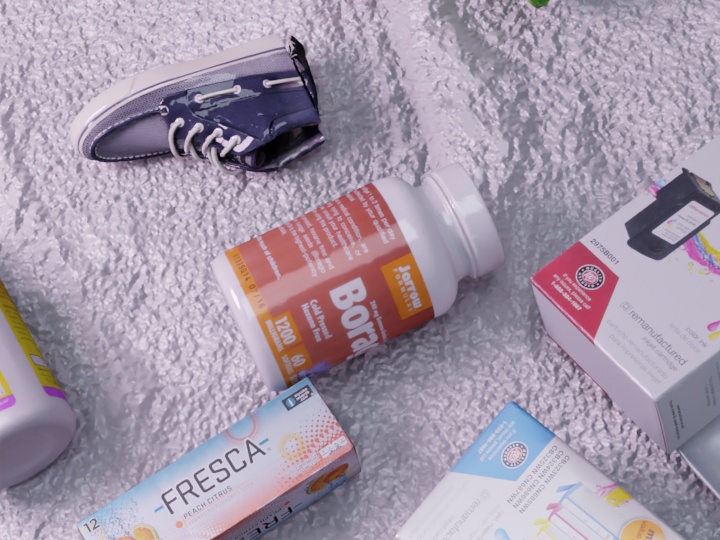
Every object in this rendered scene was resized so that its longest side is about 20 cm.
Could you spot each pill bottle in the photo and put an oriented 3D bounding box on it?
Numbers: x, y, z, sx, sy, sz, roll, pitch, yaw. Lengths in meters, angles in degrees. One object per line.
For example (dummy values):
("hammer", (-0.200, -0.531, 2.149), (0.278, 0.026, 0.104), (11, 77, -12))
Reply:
("pill bottle", (-0.299, 0.059, 1.349), (0.104, 0.104, 0.200), (-30, 67, -6))
("pill bottle", (0.000, 0.000, 1.336), (0.199, 0.112, 0.113), (-26, 67, -4))

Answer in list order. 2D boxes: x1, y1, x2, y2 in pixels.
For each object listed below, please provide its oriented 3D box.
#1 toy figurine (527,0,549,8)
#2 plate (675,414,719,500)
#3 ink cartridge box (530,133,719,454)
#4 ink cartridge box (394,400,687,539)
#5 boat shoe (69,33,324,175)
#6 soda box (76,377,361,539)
("toy figurine", (0.068, -0.307, 1.461), (0.183, 0.151, 0.200), (5, 46, 18))
("plate", (0.355, 0.139, 1.285), (0.199, 0.032, 0.200), (-34, 68, -9))
("ink cartridge box", (0.247, 0.009, 1.307), (0.200, 0.083, 0.146), (-37, 54, -9))
("ink cartridge box", (0.141, 0.211, 1.227), (0.200, 0.125, 0.129), (37, 76, 19))
("boat shoe", (-0.123, -0.111, 1.414), (0.199, 0.075, 0.093), (-23, 60, -4))
("soda box", (-0.100, 0.164, 1.306), (0.200, 0.064, 0.069), (-32, 68, -8))
